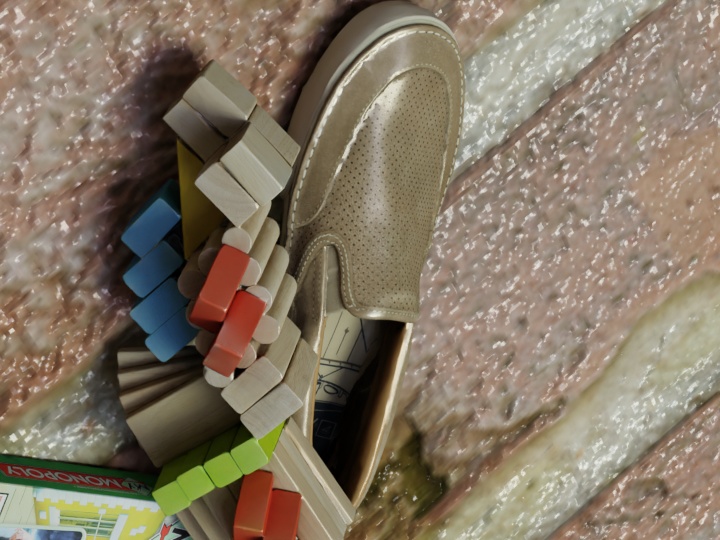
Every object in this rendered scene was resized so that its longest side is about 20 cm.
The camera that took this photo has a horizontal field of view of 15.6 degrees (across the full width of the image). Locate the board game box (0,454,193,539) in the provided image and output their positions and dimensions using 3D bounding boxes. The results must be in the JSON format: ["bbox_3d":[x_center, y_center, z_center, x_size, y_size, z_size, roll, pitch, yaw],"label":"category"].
[{"bbox_3d":[-0.137,0.168,1.009,0.134,0.029,0.201,11,107,-40],"label":"board game box"}]

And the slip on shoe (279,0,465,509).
[{"bbox_3d":[0.000,0.000,0.995,0.076,0.061,0.201,9,109,-40],"label":"slip on shoe"}]

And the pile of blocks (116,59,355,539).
[{"bbox_3d":[-0.055,0.030,0.943,0.081,0.062,0.202,-5,108,9],"label":"pile of blocks"}]
